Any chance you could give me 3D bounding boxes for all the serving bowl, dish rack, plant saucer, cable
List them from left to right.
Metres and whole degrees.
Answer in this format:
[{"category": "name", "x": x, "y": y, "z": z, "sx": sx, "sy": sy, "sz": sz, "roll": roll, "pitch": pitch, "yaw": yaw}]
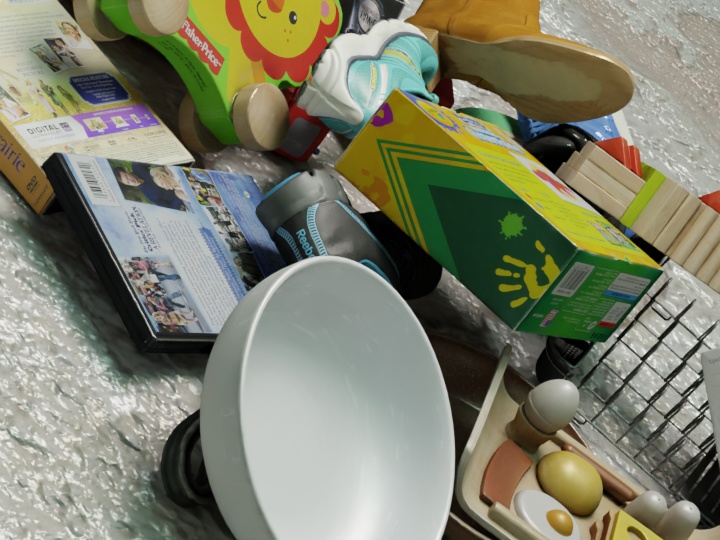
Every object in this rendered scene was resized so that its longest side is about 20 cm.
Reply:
[{"category": "cable", "x": -0.058, "y": 0.074, "z": 1.383, "sx": 0.200, "sy": 0.050, "sz": 0.097, "roll": -30, "pitch": 110, "yaw": -65}, {"category": "serving bowl", "x": -0.028, "y": 0.095, "z": 1.342, "sx": 0.200, "sy": 0.066, "sz": 0.201, "roll": 18, "pitch": 67, "yaw": -50}, {"category": "plant saucer", "x": 0.076, "y": 0.123, "z": 1.505, "sx": 0.200, "sy": 0.037, "sz": 0.201, "roll": 28, "pitch": 31, "yaw": -19}, {"category": "dish rack", "x": 0.231, "y": 0.086, "z": 1.672, "sx": 0.200, "sy": 0.055, "sz": 0.153, "roll": 42, "pitch": 52, "yaw": 3}]

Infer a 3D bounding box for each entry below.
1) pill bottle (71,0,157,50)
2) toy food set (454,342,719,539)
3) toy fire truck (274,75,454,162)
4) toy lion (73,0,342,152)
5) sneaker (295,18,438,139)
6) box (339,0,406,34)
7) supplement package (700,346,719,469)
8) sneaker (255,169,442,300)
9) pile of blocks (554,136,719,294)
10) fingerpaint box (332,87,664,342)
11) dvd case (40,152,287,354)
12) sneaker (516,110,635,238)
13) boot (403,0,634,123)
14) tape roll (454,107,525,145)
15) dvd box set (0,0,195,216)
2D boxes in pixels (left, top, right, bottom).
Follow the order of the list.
[{"category": "pill bottle", "x": -0.182, "y": -0.242, "z": 1.649, "sx": 0.200, "sy": 0.113, "sz": 0.113, "roll": 30, "pitch": 30, "yaw": -17}, {"category": "toy food set", "x": 0.154, "y": 0.141, "z": 1.470, "sx": 0.200, "sy": 0.060, "sz": 0.144, "roll": 36, "pitch": 28, "yaw": -4}, {"category": "toy fire truck", "x": -0.008, "y": -0.125, "z": 1.747, "sx": 0.141, "sy": 0.049, "sz": 0.200, "roll": 35, "pitch": 28, "yaw": -7}, {"category": "toy lion", "x": -0.087, "y": -0.191, "z": 1.583, "sx": 0.200, "sy": 0.069, "sz": 0.192, "roll": 48, "pitch": 53, "yaw": -42}, {"category": "sneaker", "x": 0.016, "y": -0.122, "z": 1.627, "sx": 0.080, "sy": 0.078, "sz": 0.200, "roll": 38, "pitch": 21, "yaw": 6}, {"category": "box", "x": -0.069, "y": -0.251, "z": 1.806, "sx": 0.200, "sy": 0.044, "sz": 0.160, "roll": 25, "pitch": 16, "yaw": -15}, {"category": "supplement package", "x": 0.352, "y": 0.139, "z": 1.605, "sx": 0.150, "sy": 0.152, "sz": 0.201, "roll": 6, "pitch": 71, "yaw": -45}, {"category": "sneaker", "x": 0.000, "y": 0.000, "z": 1.541, "sx": 0.200, "sy": 0.073, "sz": 0.082, "roll": 21, "pitch": 40, "yaw": -58}, {"category": "pile of blocks", "x": 0.234, "y": -0.036, "z": 1.649, "sx": 0.200, "sy": 0.062, "sz": 0.082, "roll": 37, "pitch": 5, "yaw": 13}, {"category": "fingerpaint box", "x": 0.095, "y": -0.032, "z": 1.553, "sx": 0.167, "sy": 0.073, "sz": 0.200, "roll": 43, "pitch": 12, "yaw": 19}, {"category": "dvd case", "x": -0.102, "y": -0.008, "z": 1.469, "sx": 0.200, "sy": 0.018, "sz": 0.143, "roll": 4, "pitch": 51, "yaw": -55}, {"category": "sneaker", "x": 0.152, "y": -0.100, "z": 1.767, "sx": 0.111, "sy": 0.077, "sz": 0.200, "roll": 18, "pitch": 41, "yaw": -49}, {"category": "boot", "x": 0.123, "y": -0.177, "z": 1.768, "sx": 0.201, "sy": 0.071, "sz": 0.144, "roll": 6, "pitch": 33, "yaw": 18}, {"category": "tape roll", "x": 0.130, "y": -0.040, "z": 1.789, "sx": 0.200, "sy": 0.048, "sz": 0.201, "roll": 28, "pitch": 31, "yaw": -19}, {"category": "dvd box set", "x": -0.218, "y": -0.125, "z": 1.523, "sx": 0.200, "sy": 0.029, "sz": 0.146, "roll": 48, "pitch": 30, "yaw": 15}]
